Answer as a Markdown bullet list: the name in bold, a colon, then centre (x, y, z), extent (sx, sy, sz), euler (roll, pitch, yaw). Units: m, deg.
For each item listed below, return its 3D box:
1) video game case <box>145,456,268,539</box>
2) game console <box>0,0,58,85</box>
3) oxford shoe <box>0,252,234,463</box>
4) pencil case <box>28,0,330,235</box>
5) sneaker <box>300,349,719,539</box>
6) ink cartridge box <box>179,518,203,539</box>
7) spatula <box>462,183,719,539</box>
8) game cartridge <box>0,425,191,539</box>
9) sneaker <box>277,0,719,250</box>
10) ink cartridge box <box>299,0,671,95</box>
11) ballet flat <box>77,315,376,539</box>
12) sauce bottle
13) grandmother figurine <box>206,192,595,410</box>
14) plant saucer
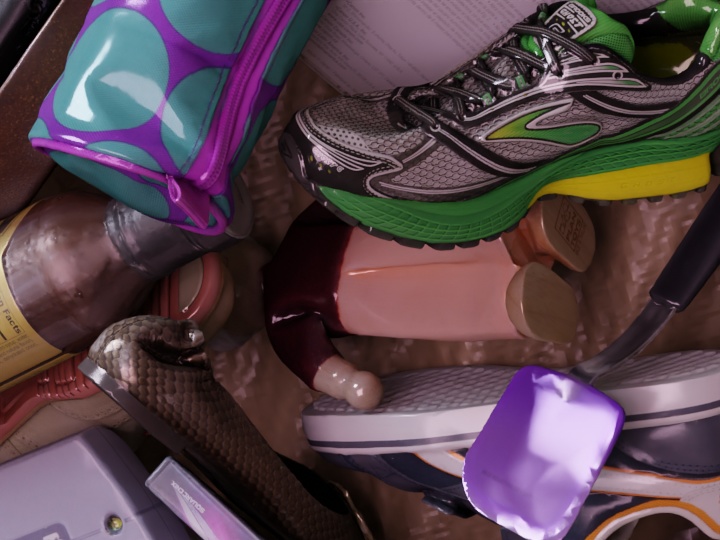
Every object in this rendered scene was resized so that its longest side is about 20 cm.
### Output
- **video game case**: centre (-0.002, 0.156, 1.237), extent (0.200, 0.143, 0.019), euler (42, 86, 10)
- **game console**: centre (-0.172, -0.091, 1.268), extent (0.200, 0.116, 0.176), euler (-53, 47, 20)
- **oxford shoe**: centre (-0.111, 0.041, 1.294), extent (0.200, 0.074, 0.071), euler (-27, 48, 43)
- **pencil case**: centre (-0.045, -0.114, 1.138), extent (0.092, 0.085, 0.201), euler (17, 76, 44)
- **sneaker**: centre (0.068, 0.081, 1.237), extent (0.199, 0.078, 0.080), euler (-4, 104, 31)
- **ink cartridge box**: centre (-0.099, 0.222, 1.333), extent (0.115, 0.067, 0.201), euler (29, 106, 18)
- **spatula**: centre (0.110, 0.021, 1.183), extent (0.056, 0.021, 0.200), euler (24, 63, 34)
- **game cartridge**: centre (-0.116, 0.175, 1.278), extent (0.133, 0.041, 0.201), euler (-21, 88, 27)
- **sneaker**: centre (0.059, -0.069, 1.165), extent (0.078, 0.199, 0.086), euler (53, 148, 41)
- **ink cartridge box**: centre (0.070, -0.130, 1.193), extent (0.199, 0.109, 0.051), euler (-26, 50, 24)
- **ballet flat**: centre (-0.043, 0.074, 1.240), extent (0.046, 0.200, 0.067), euler (-51, 42, -6)
- **sauce bottle**: centre (-0.132, 0.008, 1.224), extent (0.199, 0.065, 0.065), euler (-25, 85, 25)
- **grandmother figurine**: centre (0.000, 0.000, 1.255), extent (0.199, 0.122, 0.061), euler (-7, 136, 34)
- **plant saucer**: centre (-0.114, -0.092, 1.245), extent (0.037, 0.201, 0.201), euler (35, 110, -5)
